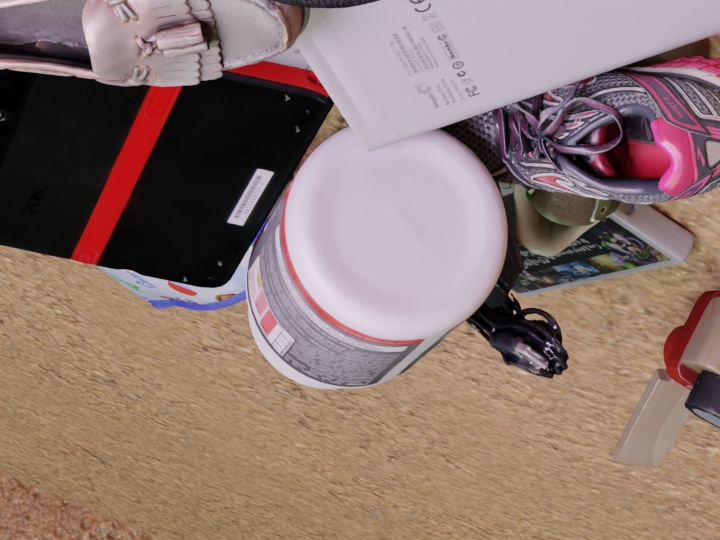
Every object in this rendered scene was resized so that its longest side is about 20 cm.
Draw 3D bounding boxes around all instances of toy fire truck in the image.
[{"bbox_3d":[0.262,0.094,1.411,0.176,0.129,0.200,29,173,-12],"label":"toy fire truck"}]

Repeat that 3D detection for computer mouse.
[{"bbox_3d":[0.053,-0.031,1.246,0.138,0.053,0.201,-144,33,-75],"label":"computer mouse"}]

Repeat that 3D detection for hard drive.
[{"bbox_3d":[0.072,-0.127,0.999,0.199,0.027,0.132,-18,146,13],"label":"hard drive"}]

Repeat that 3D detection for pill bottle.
[{"bbox_3d":[0.000,0.000,1.170,0.116,0.116,0.200,27,162,-5],"label":"pill bottle"}]

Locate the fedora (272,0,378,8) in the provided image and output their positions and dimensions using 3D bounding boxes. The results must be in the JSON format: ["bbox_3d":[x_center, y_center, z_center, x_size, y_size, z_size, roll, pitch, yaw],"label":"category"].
[{"bbox_3d":[-0.021,-0.214,0.910,0.200,0.201,0.092,36,-169,-28],"label":"fedora"}]

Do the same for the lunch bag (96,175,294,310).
[{"bbox_3d":[-0.140,-0.058,1.503,0.170,0.124,0.200,34,168,-23],"label":"lunch bag"}]

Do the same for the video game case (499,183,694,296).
[{"bbox_3d":[0.089,-0.047,1.387,0.182,0.023,0.200,33,160,-19],"label":"video game case"}]

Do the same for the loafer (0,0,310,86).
[{"bbox_3d":[-0.123,-0.108,0.958,0.199,0.063,0.072,6,135,16],"label":"loafer"}]

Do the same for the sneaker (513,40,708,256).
[{"bbox_3d":[0.128,-0.065,1.170,0.067,0.090,0.200,27,162,-1],"label":"sneaker"}]

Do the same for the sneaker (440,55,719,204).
[{"bbox_3d":[0.105,-0.074,1.080,0.200,0.075,0.081,3,111,45],"label":"sneaker"}]

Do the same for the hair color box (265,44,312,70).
[{"bbox_3d":[-0.021,-0.149,1.023,0.199,0.061,0.099,10,142,-24],"label":"hair color box"}]

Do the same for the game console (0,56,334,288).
[{"bbox_3d":[-0.124,-0.063,1.112,0.176,0.031,0.200,11,147,-16],"label":"game console"}]
